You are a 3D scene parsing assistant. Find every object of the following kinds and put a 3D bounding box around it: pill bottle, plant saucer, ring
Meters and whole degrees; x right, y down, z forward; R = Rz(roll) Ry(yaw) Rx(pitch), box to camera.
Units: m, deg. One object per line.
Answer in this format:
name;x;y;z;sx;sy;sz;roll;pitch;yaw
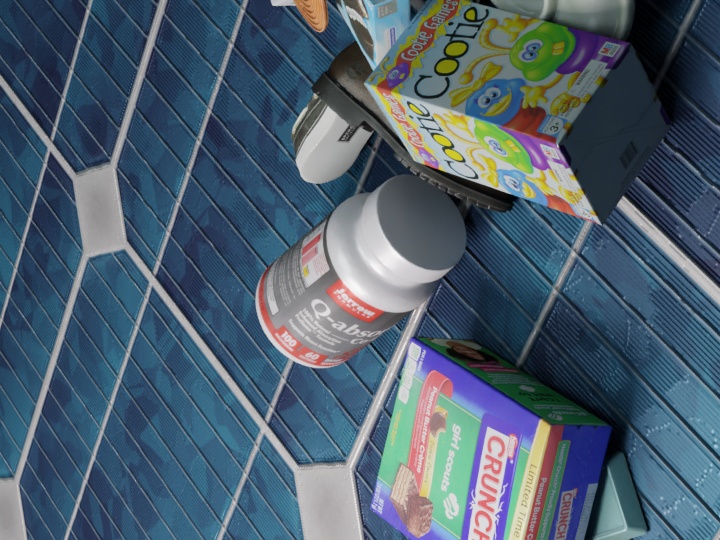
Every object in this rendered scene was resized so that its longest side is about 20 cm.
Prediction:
pill bottle;0.000;0.000;1.650;0.200;0.116;0.116;-39;66;48
plant saucer;0.162;0.212;1.564;0.200;0.019;0.070;-30;72;51
ring;-0.066;-0.299;1.569;0.200;0.019;0.200;63;172;16
plant saucer;0.131;-0.246;1.426;0.200;0.050;0.200;49;159;26

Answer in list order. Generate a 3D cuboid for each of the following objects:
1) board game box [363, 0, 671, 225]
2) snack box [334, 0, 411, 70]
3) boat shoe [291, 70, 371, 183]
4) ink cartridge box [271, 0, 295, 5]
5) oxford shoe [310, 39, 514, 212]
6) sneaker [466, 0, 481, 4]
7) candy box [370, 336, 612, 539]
board game box;0.121;-0.130;1.435;0.200;0.103;0.105;21;68;41
snack box;-0.016;-0.270;1.526;0.116;0.037;0.200;83;161;-65
boat shoe;-0.007;-0.164;1.664;0.200;0.071;0.064;-48;50;37
ink cartridge box;-0.029;-0.335;1.626;0.200;0.050;0.161;-14;85;60
oxford shoe;0.059;-0.125;1.558;0.200;0.073;0.084;39;99;3
sneaker;0.052;-0.276;1.513;0.081;0.075;0.200;-6;130;17
candy box;0.106;0.169;1.555;0.200;0.077;0.169;30;112;49
